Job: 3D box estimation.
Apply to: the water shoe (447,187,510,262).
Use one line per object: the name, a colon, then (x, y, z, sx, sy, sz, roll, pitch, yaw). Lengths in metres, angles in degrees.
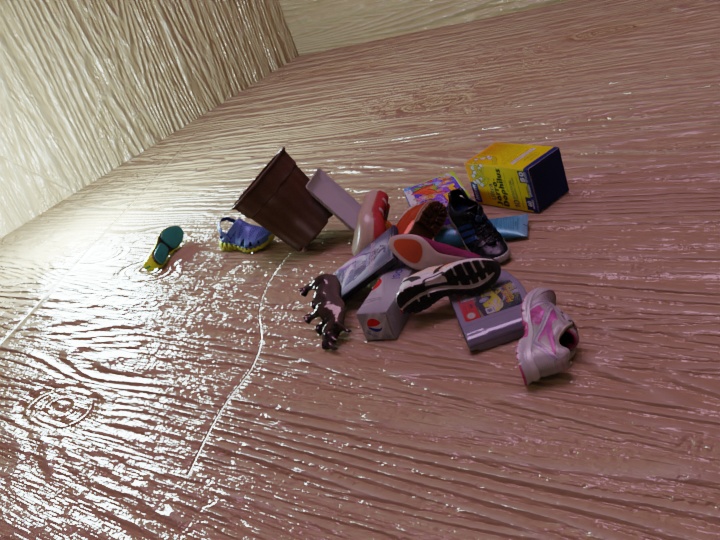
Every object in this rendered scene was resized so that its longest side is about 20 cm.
water shoe: (0.232, -0.091, 1.603, 0.071, 0.079, 0.200, -30, 48, -8)

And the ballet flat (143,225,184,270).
ballet flat: (-0.571, -0.063, 2.251, 0.067, 0.067, 0.200, -33, 21, 26)

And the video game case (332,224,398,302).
video game case: (0.000, 0.000, 1.640, 0.200, 0.019, 0.143, -39, 21, 22)

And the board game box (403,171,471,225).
board game box: (0.186, -0.167, 1.883, 0.134, 0.045, 0.200, -20, 25, 3)

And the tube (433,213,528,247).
tube: (0.256, -0.083, 1.670, 0.199, 0.050, 0.078, -8, 43, 19)

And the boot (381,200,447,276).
boot: (0.099, -0.063, 1.685, 0.200, 0.075, 0.107, -53, 24, -10)

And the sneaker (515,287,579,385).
sneaker: (0.304, 0.101, 1.245, 0.088, 0.082, 0.200, -8, 37, 23)

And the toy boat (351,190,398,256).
toy boat: (0.055, -0.091, 1.781, 0.130, 0.131, 0.200, 13, 31, 3)

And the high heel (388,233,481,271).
high heel: (0.155, -0.026, 1.552, 0.199, 0.068, 0.096, 25, 15, 17)

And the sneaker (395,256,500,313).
sneaker: (0.159, 0.012, 1.446, 0.199, 0.074, 0.080, -16, 24, 11)

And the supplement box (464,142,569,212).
supplement box: (0.351, -0.213, 1.773, 0.109, 0.109, 0.200, -34, 28, -25)

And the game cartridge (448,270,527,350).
game cartridge: (0.236, 0.066, 1.406, 0.133, 0.041, 0.200, -16, 26, 2)

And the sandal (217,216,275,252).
sandal: (-0.314, -0.099, 2.091, 0.199, 0.087, 0.079, 1, 31, 35)

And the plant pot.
plant pot: (-0.179, -0.164, 1.931, 0.200, 0.198, 0.200, -47, 12, 13)

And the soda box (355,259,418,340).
soda box: (0.065, 0.052, 1.529, 0.068, 0.064, 0.200, -6, 30, 30)

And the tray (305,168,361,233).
tray: (-0.047, -0.155, 1.899, 0.022, 0.200, 0.107, -42, 12, 33)

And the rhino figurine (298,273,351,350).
rhino figurine: (-0.065, 0.082, 1.547, 0.087, 0.060, 0.200, -39, 38, 19)
